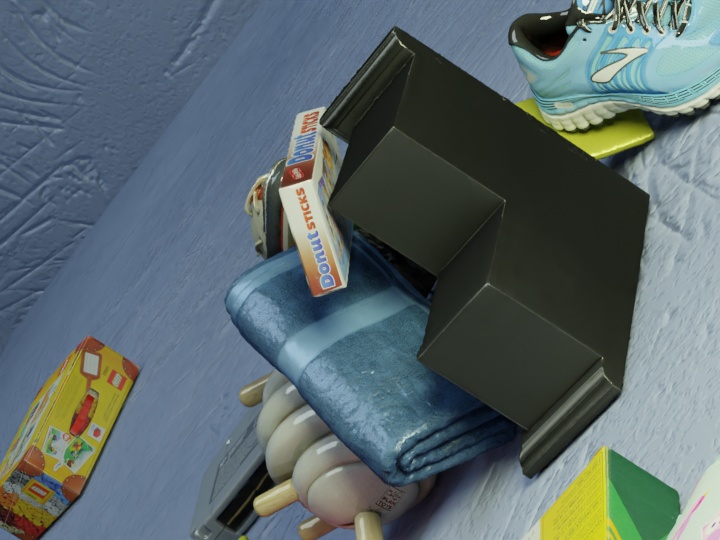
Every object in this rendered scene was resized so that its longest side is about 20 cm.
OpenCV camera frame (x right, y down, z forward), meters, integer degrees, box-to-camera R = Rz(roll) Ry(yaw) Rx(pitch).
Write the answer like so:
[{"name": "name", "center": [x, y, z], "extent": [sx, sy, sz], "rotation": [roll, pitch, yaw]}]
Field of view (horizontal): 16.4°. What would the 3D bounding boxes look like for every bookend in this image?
[{"name": "bookend", "center": [0.063, -0.013, 1.503], "extent": [0.092, 0.198, 0.200], "rotation": [-48, 16, 35]}]

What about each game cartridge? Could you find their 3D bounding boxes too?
[{"name": "game cartridge", "center": [-0.071, 0.135, 2.061], "extent": [0.200, 0.040, 0.134], "rotation": [-51, 17, 26]}]

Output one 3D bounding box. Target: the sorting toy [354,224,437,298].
[{"name": "sorting toy", "center": [0.000, 0.000, 1.846], "extent": [0.199, 0.069, 0.200], "rotation": [-60, -13, -11]}]

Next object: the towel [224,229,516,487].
[{"name": "towel", "center": [0.005, 0.050, 1.581], "extent": [0.111, 0.200, 0.049], "rotation": [-24, -43, -25]}]

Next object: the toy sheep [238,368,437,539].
[{"name": "toy sheep", "center": [-0.008, 0.107, 1.653], "extent": [0.138, 0.137, 0.201], "rotation": [-47, 44, 41]}]

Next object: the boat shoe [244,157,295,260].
[{"name": "boat shoe", "center": [-0.055, -0.040, 1.842], "extent": [0.071, 0.062, 0.200], "rotation": [-57, -12, -12]}]

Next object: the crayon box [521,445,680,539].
[{"name": "crayon box", "center": [0.100, 0.189, 1.193], "extent": [0.127, 0.051, 0.200], "rotation": [-52, 12, 26]}]

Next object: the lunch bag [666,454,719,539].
[{"name": "lunch bag", "center": [0.154, 0.150, 0.913], "extent": [0.171, 0.122, 0.200], "rotation": [-62, 18, -16]}]

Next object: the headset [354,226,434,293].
[{"name": "headset", "center": [0.067, -0.045, 1.747], "extent": [0.200, 0.094, 0.124], "rotation": [-50, -25, -55]}]

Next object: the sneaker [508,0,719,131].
[{"name": "sneaker", "center": [0.173, -0.149, 1.599], "extent": [0.200, 0.090, 0.079], "rotation": [-14, 40, 42]}]

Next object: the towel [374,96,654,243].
[{"name": "towel", "center": [0.093, -0.076, 1.676], "extent": [0.199, 0.018, 0.086], "rotation": [-20, 39, 0]}]

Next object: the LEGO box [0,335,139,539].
[{"name": "LEGO box", "center": [-0.354, 0.199, 2.929], "extent": [0.149, 0.077, 0.200], "rotation": [-44, 18, 47]}]

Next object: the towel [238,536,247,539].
[{"name": "towel", "center": [-0.105, 0.267, 1.873], "extent": [0.086, 0.018, 0.200], "rotation": [-52, 11, 8]}]

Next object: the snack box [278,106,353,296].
[{"name": "snack box", "center": [-0.026, -0.047, 1.588], "extent": [0.024, 0.072, 0.200], "rotation": [-15, 15, 6]}]
